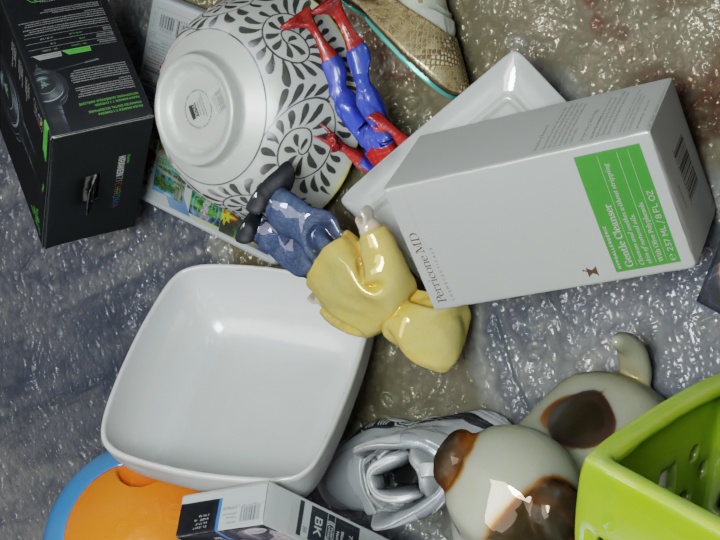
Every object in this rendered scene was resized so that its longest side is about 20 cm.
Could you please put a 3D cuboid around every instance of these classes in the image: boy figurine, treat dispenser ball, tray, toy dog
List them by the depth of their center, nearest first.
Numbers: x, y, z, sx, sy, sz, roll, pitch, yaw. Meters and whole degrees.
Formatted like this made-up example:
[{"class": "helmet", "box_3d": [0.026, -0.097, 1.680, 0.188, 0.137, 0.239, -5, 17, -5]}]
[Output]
[{"class": "toy dog", "box_3d": [0.137, 0.148, 1.025, 0.139, 0.199, 0.195, 36, 117, 29]}, {"class": "tray", "box_3d": [0.081, -0.066, 1.124, 0.107, 0.022, 0.200, 43, 127, -12]}, {"class": "boy figurine", "box_3d": [0.000, 0.000, 1.156, 0.199, 0.064, 0.125, 34, 140, 9]}, {"class": "treat dispenser ball", "box_3d": [-0.172, 0.245, 1.292, 0.200, 0.200, 0.203, 6, 100, 38]}]

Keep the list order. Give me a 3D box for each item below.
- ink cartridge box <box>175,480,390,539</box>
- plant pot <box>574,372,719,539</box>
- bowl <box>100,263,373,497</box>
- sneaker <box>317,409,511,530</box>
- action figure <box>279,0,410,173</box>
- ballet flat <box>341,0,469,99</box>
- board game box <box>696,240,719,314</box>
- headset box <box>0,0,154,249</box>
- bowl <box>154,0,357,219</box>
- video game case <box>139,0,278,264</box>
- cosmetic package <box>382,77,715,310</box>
[{"class": "ink cartridge box", "box_3d": [-0.040, 0.220, 1.189, 0.099, 0.199, 0.040, -17, 54, 39]}, {"class": "plant pot", "box_3d": [0.250, 0.203, 0.949, 0.198, 0.199, 0.183, 25, 119, 33]}, {"class": "bowl", "box_3d": [-0.092, 0.098, 1.224, 0.198, 0.201, 0.075, 8, 144, 20]}, {"class": "sneaker", "box_3d": [0.018, 0.157, 1.179, 0.199, 0.114, 0.076, -17, 85, 39]}, {"class": "action figure", "box_3d": [0.006, -0.111, 1.168, 0.065, 0.052, 0.201, -17, 110, 45]}, {"class": "ballet flat", "box_3d": [0.023, -0.213, 1.159, 0.200, 0.070, 0.065, 44, 106, 22]}, {"class": "board game box", "box_3d": [0.312, -0.041, 0.963, 0.135, 0.034, 0.202, 30, 114, 32]}, {"class": "headset box", "box_3d": [-0.257, -0.142, 1.319, 0.201, 0.092, 0.175, 65, 156, 23]}, {"class": "bowl", "box_3d": [-0.105, -0.131, 1.227, 0.199, 0.094, 0.203, 7, 102, 37]}, {"class": "video game case", "box_3d": [-0.123, -0.125, 1.317, 0.199, 0.022, 0.184, 25, 111, 33]}, {"class": "cosmetic package", "box_3d": [0.130, -0.050, 1.042, 0.198, 0.085, 0.108, -13, 116, 30]}]
